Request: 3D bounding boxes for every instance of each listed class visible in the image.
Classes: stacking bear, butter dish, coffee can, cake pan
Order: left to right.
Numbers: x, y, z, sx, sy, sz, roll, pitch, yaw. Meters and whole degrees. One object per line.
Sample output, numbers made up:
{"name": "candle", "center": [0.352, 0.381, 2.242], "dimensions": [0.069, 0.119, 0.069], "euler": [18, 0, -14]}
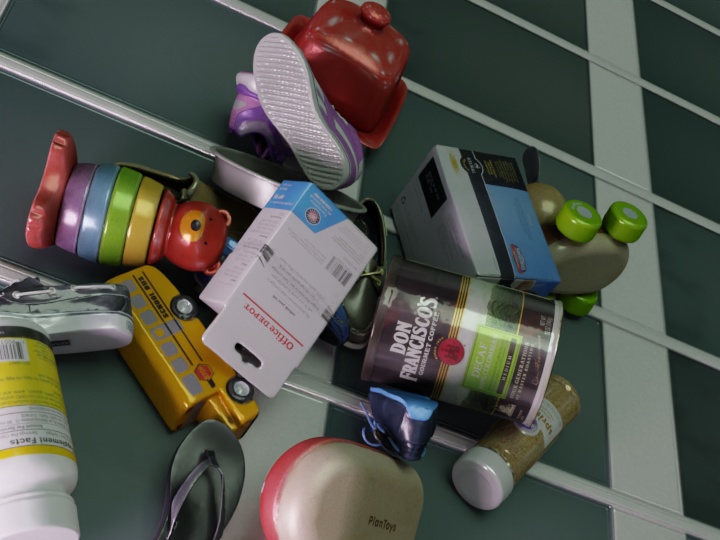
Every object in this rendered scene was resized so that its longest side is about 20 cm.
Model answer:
{"name": "stacking bear", "center": [-0.238, -0.053, 1.158], "dimensions": [0.198, 0.114, 0.123], "euler": [15, 70, -9]}
{"name": "cake pan", "center": [-0.090, -0.093, 1.283], "dimensions": [0.198, 0.037, 0.200], "euler": [22, 9, -4]}
{"name": "butter dish", "center": [-0.009, -0.298, 1.475], "dimensions": [0.198, 0.148, 0.201], "euler": [33, 39, -7]}
{"name": "coffee can", "center": [0.113, 0.078, 1.230], "dimensions": [0.198, 0.147, 0.147], "euler": [15, 47, 3]}

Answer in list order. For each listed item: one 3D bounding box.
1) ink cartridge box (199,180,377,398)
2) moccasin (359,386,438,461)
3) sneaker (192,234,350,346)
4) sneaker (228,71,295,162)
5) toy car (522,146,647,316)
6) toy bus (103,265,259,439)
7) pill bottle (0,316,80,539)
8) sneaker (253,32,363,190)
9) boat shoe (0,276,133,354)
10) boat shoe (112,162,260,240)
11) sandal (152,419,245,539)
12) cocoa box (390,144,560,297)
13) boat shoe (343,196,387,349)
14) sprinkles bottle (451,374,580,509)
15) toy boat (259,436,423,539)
{"name": "ink cartridge box", "center": [-0.086, 0.018, 1.149], "dimensions": [0.116, 0.066, 0.201], "euler": [44, 73, -30]}
{"name": "moccasin", "center": [0.036, 0.163, 1.156], "dimensions": [0.079, 0.200, 0.069], "euler": [10, 86, 1]}
{"name": "sneaker", "center": [-0.104, 0.039, 1.230], "dimensions": [0.198, 0.075, 0.079], "euler": [26, 59, -4]}
{"name": "sneaker", "center": [-0.091, -0.173, 1.393], "dimensions": [0.199, 0.080, 0.089], "euler": [27, 86, -35]}
{"name": "toy car", "center": [0.257, -0.065, 1.473], "dimensions": [0.156, 0.165, 0.201], "euler": [-1, 44, -32]}
{"name": "toy bus", "center": [-0.190, 0.092, 1.127], "dimensions": [0.078, 0.065, 0.201], "euler": [-24, 71, -41]}
{"name": "pill bottle", "center": [-0.316, 0.154, 0.969], "dimensions": [0.113, 0.114, 0.202], "euler": [-1, 58, -32]}
{"name": "sneaker", "center": [-0.060, -0.192, 1.328], "dimensions": [0.202, 0.072, 0.114], "euler": [67, 22, -1]}
{"name": "boat shoe", "center": [-0.322, 0.040, 1.060], "dimensions": [0.198, 0.072, 0.068], "euler": [-3, 62, -12]}
{"name": "boat shoe", "center": [-0.197, -0.077, 1.246], "dimensions": [0.198, 0.076, 0.072], "euler": [10, 51, -26]}
{"name": "sandal", "center": [-0.156, 0.235, 1.026], "dimensions": [0.076, 0.043, 0.202], "euler": [27, 58, -18]}
{"name": "cocoa box", "center": [0.143, -0.036, 1.383], "dimensions": [0.130, 0.134, 0.202], "euler": [5, 54, -29]}
{"name": "boat shoe", "center": [-0.003, -0.001, 1.318], "dimensions": [0.071, 0.060, 0.203], "euler": [17, 49, -19]}
{"name": "sprinkles bottle", "center": [0.185, 0.197, 1.276], "dimensions": [0.068, 0.068, 0.200], "euler": [46, 45, 8]}
{"name": "toy boat", "center": [-0.034, 0.233, 1.083], "dimensions": [0.200, 0.130, 0.132], "euler": [32, 71, -52]}
